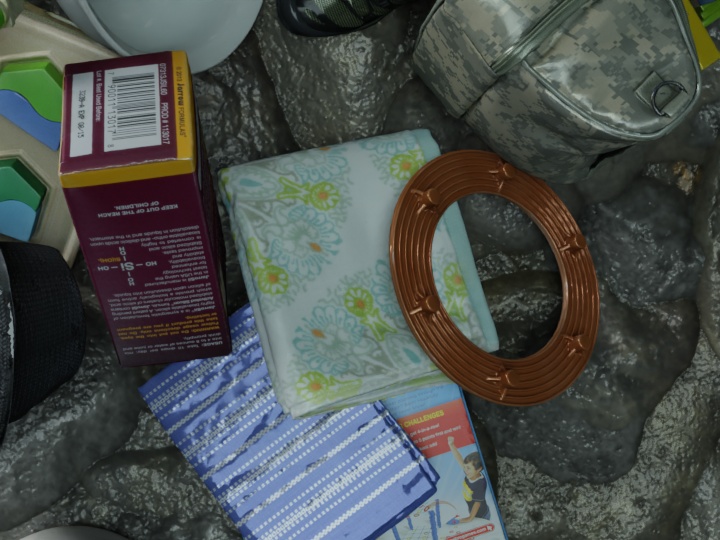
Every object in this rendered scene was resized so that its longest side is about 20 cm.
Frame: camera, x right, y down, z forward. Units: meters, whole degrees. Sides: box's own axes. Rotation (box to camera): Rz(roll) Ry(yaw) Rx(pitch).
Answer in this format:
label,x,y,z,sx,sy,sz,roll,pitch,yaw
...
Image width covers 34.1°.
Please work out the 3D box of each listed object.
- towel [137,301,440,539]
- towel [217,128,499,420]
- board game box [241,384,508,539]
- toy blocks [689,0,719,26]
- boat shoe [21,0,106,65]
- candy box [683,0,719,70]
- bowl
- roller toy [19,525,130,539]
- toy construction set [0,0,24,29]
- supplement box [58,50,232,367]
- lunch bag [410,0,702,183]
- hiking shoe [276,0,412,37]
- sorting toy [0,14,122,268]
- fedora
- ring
label,x,y,z,sx,sy,sz,roll,pitch,yaw
towel,-0.052,0.125,0.883,0.145,0.024,0.200,-37,85,-2
towel,0.000,0.000,0.874,0.170,0.048,0.201,-12,77,-19
board game box,0.003,0.183,0.934,0.199,0.056,0.197,-18,98,-2
toy blocks,0.226,-0.268,0.852,0.100,0.137,0.200,-34,99,-4
boat shoe,-0.270,-0.177,0.872,0.200,0.063,0.073,18,120,0
candy box,0.181,-0.227,0.874,0.026,0.102,0.200,-36,99,-18
bowl,-0.160,-0.239,0.828,0.090,0.201,0.202,7,99,36
roller toy,-0.228,0.299,0.887,0.199,0.140,0.183,-1,97,-4
toy construction set,-0.300,-0.190,0.752,0.199,0.092,0.132,3,124,14
supplement box,-0.145,-0.037,0.817,0.085,0.111,0.200,-7,139,-3
lunch bag,0.141,-0.148,0.831,0.139,0.200,0.168,-39,91,-9
hiking shoe,0.030,-0.231,0.861,0.199,0.101,0.076,-24,98,-1
sorting toy,-0.282,-0.104,0.852,0.199,0.037,0.186,23,118,-5
fedora,-0.259,0.048,0.862,0.091,0.200,0.202,-8,99,-37
ring,0.108,0.002,0.880,0.200,0.019,0.201,12,67,-31
